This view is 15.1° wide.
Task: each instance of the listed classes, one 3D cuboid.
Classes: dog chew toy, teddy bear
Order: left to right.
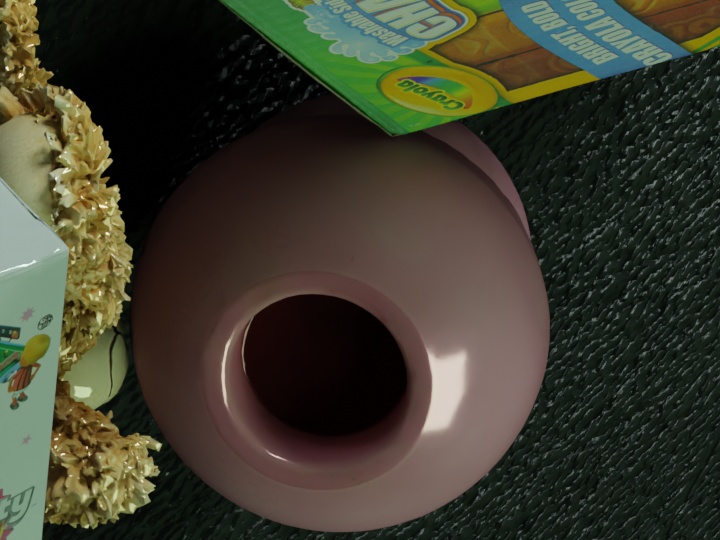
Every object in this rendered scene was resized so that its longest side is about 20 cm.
[{"bbox_3d":[-0.091,-0.005,0.735,0.067,0.145,0.200,-23,138,-22],"label":"teddy bear"},{"bbox_3d":[0.000,0.000,0.846,0.125,0.124,0.200,-59,-177,20],"label":"dog chew toy"}]

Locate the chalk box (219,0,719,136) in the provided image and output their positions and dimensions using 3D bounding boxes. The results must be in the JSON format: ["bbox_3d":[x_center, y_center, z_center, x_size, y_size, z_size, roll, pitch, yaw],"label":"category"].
[{"bbox_3d":[0.026,-0.121,0.721,0.200,0.124,0.125,-16,158,22],"label":"chalk box"}]

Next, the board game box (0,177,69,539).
[{"bbox_3d":[-0.144,0.032,0.700,0.064,0.148,0.200,-23,142,-31],"label":"board game box"}]
